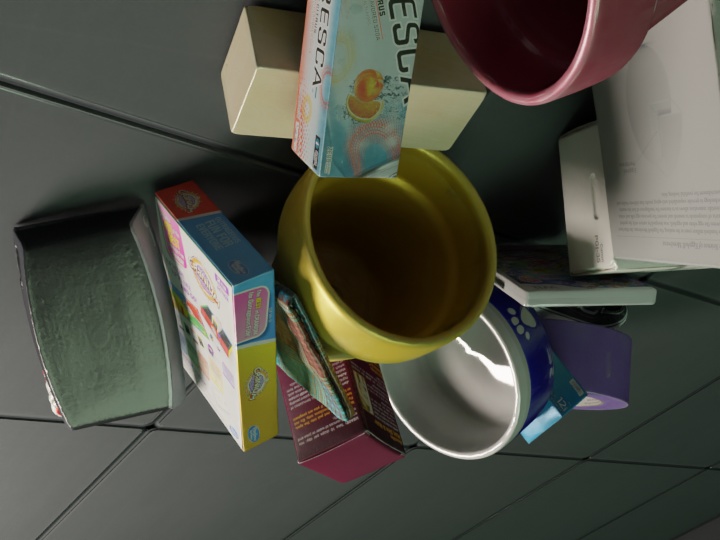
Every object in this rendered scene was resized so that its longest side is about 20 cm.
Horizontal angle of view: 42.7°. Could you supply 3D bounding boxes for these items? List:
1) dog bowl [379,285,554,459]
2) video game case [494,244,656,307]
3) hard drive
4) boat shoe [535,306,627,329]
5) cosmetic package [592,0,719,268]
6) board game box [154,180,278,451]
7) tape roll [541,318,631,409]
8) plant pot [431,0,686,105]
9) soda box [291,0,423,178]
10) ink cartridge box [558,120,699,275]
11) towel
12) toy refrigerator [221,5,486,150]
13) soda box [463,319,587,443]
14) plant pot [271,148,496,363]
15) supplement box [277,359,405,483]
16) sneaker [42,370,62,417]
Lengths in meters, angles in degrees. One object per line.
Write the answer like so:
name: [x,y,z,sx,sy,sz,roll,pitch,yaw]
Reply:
dog bowl: [0.114,0.102,1.031,0.078,0.201,0.201,-24,160,-44]
video game case: [0.201,0.002,0.981,0.140,0.200,0.018,0,104,-14]
hard drive: [-0.239,0.049,0.855,0.132,0.042,0.204,-11,111,-9]
boat shoe: [0.281,0.028,1.170,0.197,0.073,0.068,15,138,-31]
cosmetic package: [0.291,-0.113,0.752,0.121,0.204,0.199,-9,-175,-11]
board game box: [-0.130,0.043,0.847,0.040,0.153,0.202,-21,135,-27]
tape roll: [0.251,0.125,1.203,0.196,0.087,0.200,7,167,2]
plant pot: [0.156,-0.234,0.603,0.177,0.201,0.201,-25,152,-19]
soda box: [0.000,-0.170,0.635,0.062,0.068,0.203,-2,115,-23]
ink cartridge box: [0.307,-0.074,0.936,0.196,0.150,0.083,-3,176,-22]
towel: [-0.085,0.051,0.868,0.022,0.199,0.148,-35,122,-17]
toy refrigerator: [-0.006,-0.153,0.743,0.197,0.071,0.076,1,148,-25]
soda box: [0.168,0.094,1.078,0.064,0.201,0.068,-24,161,-44]
plant pot: [0.000,0.000,0.877,0.197,0.204,0.189,0,160,-26]
supplement box: [-0.031,0.116,1.012,0.085,0.203,0.110,-25,149,14]
sneaker: [-0.233,0.080,0.945,0.198,0.109,0.067,-22,149,6]
